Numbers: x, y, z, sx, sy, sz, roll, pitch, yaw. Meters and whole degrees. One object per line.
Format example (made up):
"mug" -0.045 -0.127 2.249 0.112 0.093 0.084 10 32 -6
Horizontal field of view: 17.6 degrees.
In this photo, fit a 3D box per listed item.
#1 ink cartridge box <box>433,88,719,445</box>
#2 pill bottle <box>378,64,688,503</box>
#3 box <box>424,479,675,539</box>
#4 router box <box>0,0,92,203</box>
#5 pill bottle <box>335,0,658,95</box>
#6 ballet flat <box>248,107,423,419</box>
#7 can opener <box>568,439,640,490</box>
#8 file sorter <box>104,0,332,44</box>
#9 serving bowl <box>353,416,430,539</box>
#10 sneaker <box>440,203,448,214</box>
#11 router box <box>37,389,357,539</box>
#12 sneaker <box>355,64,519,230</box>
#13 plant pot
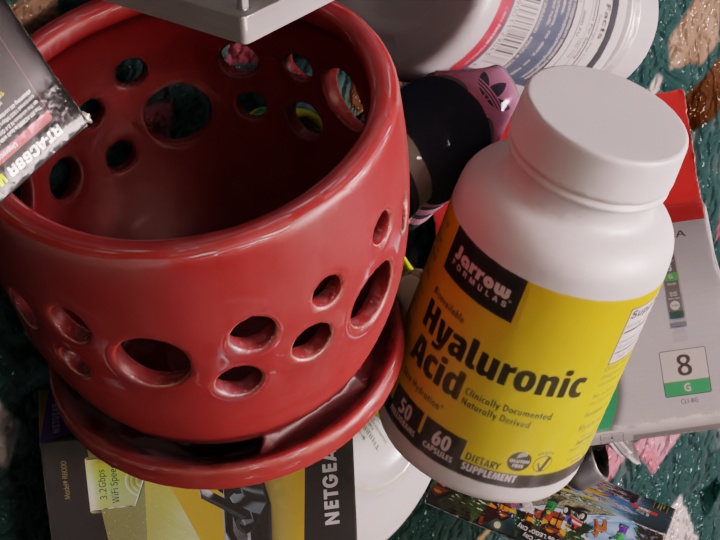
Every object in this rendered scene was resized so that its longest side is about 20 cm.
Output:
"ink cartridge box" 0.122 -0.001 1.316 0.050 0.160 0.201 58 25 -77
"pill bottle" 0.086 0.005 1.131 0.111 0.111 0.201 -22 141 -46
"box" 0.120 0.144 1.418 0.200 0.136 0.038 10 102 -80
"router box" -0.226 -0.059 0.932 0.200 0.062 0.150 -45 115 -28
"pill bottle" 0.077 -0.153 1.278 0.200 0.119 0.120 5 104 -54
"ballet flat" 0.000 0.000 1.220 0.067 0.067 0.201 -37 99 -36
"can opener" 0.122 0.044 1.402 0.067 0.201 0.053 -32 132 15
"file sorter" -0.041 -0.209 1.077 0.200 0.138 0.125 -33 130 -40
"serving bowl" -0.013 0.075 1.290 0.200 0.066 0.201 -8 100 -48
"sneaker" 0.071 -0.007 1.392 0.088 0.074 0.201 23 76 -33
"router box" -0.080 0.149 1.213 0.156 0.052 0.201 -6 121 -5
"sneaker" 0.039 -0.067 1.218 0.082 0.200 0.070 -33 96 -5
"plant pot" -0.070 -0.009 1.092 0.200 0.200 0.183 -42 140 -32
